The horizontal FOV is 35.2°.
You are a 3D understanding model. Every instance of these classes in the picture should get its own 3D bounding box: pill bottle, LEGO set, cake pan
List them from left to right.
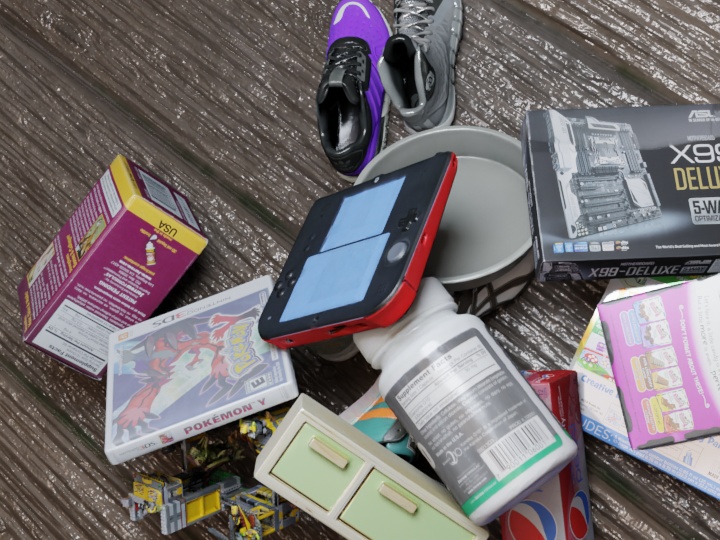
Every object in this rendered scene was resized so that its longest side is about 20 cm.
[{"bbox_3d":[-0.150,0.191,1.089,0.200,0.116,0.154,20,113,39],"label":"LEGO set"},{"bbox_3d":[0.088,-0.058,1.108,0.200,0.037,0.200,-7,51,8],"label":"cake pan"},{"bbox_3d":[0.088,0.111,0.993,0.113,0.113,0.200,-40,72,12],"label":"pill bottle"}]

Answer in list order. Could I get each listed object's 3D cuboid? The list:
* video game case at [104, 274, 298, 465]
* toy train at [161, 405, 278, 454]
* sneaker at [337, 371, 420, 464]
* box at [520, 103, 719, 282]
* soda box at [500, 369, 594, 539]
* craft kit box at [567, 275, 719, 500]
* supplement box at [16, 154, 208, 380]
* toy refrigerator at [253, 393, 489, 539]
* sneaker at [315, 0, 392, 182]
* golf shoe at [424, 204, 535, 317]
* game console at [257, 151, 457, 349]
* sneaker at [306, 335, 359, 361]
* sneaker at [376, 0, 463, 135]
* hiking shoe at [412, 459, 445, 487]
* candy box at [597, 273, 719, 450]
[{"bbox_3d":[-0.159,0.090,1.099,0.182,0.023,0.200,-21,31,1],"label":"video game case"},{"bbox_3d":[-0.178,0.123,1.219,0.200,0.087,0.114,-24,81,17],"label":"toy train"},{"bbox_3d":[0.043,0.140,1.078,0.200,0.071,0.080,-46,47,-4],"label":"sneaker"},{"bbox_3d":[0.254,-0.072,1.039,0.200,0.050,0.158,-2,66,0],"label":"box"},{"bbox_3d":[0.169,0.195,1.055,0.070,0.063,0.200,-5,95,35],"label":"soda box"},{"bbox_3d":[0.305,0.089,1.057,0.200,0.049,0.198,27,96,22],"label":"craft kit box"},{"bbox_3d":[-0.273,-0.004,1.233,0.200,0.103,0.131,-50,31,9],"label":"supplement box"},{"bbox_3d":[0.010,0.199,1.000,0.200,0.070,0.076,35,94,-5],"label":"toy refrigerator"},{"bbox_3d":[-0.009,-0.198,1.184,0.070,0.100,0.200,-3,83,19],"label":"sneaker"},{"bbox_3d":[0.103,0.014,1.118,0.078,0.094,0.200,44,98,22],"label":"golf shoe"},{"bbox_3d":[-0.007,-0.017,1.027,0.200,0.031,0.177,-15,48,48],"label":"game console"},{"bbox_3d":[0.000,0.000,1.159,0.076,0.092,0.200,26,90,23],"label":"sneaker"},{"bbox_3d":[0.058,-0.242,1.156,0.075,0.115,0.200,-7,81,20],"label":"sneaker"},{"bbox_3d":[0.023,0.206,1.119,0.200,0.101,0.076,25,92,22],"label":"hiking shoe"},{"bbox_3d":[0.324,0.072,0.997,0.200,0.061,0.136,-15,77,19],"label":"candy box"}]
